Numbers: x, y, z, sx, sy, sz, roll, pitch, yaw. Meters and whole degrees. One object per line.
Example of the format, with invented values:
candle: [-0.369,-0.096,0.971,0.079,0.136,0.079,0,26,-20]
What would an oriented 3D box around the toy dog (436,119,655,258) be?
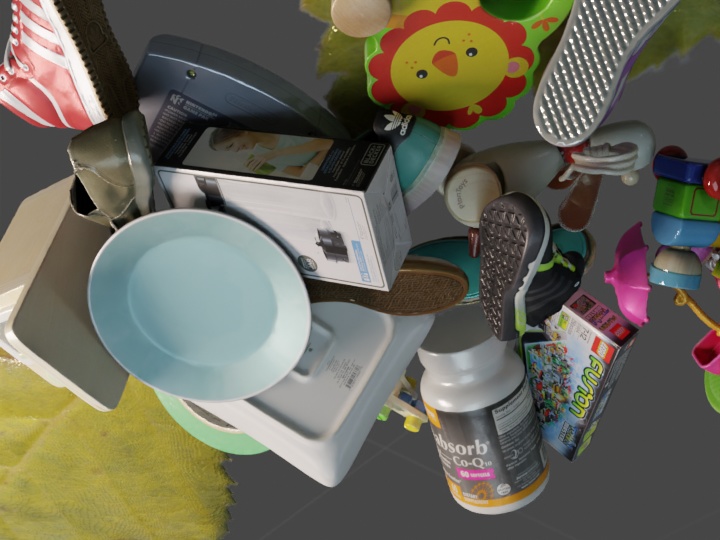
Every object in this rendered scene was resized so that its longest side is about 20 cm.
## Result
toy dog: [0.155,-0.066,0.851,0.198,0.132,0.097,-2,114,22]

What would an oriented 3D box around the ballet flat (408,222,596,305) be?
ballet flat: [0.133,-0.003,0.955,0.198,0.071,0.071,-10,134,19]

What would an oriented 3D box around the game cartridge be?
game cartridge: [-0.114,-0.124,0.871,0.199,0.041,0.133,25,136,-19]

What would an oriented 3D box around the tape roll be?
tape roll: [-0.135,0.092,1.018,0.199,0.048,0.203,11,114,25]

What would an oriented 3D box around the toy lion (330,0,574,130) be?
toy lion: [0.082,-0.195,0.766,0.199,0.069,0.192,-24,135,27]

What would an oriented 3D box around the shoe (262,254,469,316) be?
shoe: [0.000,0.000,0.886,0.198,0.054,0.070,1,141,1]

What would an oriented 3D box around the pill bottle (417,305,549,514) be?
pill bottle: [0.128,0.148,1.038,0.115,0.117,0.202,-11,114,17]

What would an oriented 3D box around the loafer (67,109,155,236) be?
loafer: [-0.211,-0.075,0.822,0.069,0.076,0.200,-8,162,-14]

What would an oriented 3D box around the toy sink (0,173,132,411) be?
toy sink: [-0.281,0.030,0.923,0.111,0.201,0.130,-19,132,31]

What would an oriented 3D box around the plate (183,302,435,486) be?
plate: [-0.056,0.071,0.926,0.199,0.201,0.032,31,171,1]

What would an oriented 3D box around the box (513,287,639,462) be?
box: [0.213,0.104,1.026,0.110,0.035,0.201,38,144,28]

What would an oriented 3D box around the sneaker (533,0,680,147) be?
sneaker: [0.198,-0.190,0.755,0.072,0.114,0.201,35,105,12]

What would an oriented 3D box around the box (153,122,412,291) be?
box: [-0.065,-0.055,0.827,0.198,0.060,0.117,10,141,23]

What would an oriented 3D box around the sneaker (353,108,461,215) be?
sneaker: [0.013,-0.081,0.865,0.079,0.072,0.200,28,148,-10]

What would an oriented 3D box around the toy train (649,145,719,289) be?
toy train: [0.339,-0.039,0.842,0.198,0.085,0.117,3,104,-21]

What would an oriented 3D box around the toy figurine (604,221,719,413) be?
toy figurine: [0.328,0.010,0.913,0.183,0.150,0.201,31,110,-12]

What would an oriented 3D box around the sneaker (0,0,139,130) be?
sneaker: [-0.261,-0.201,0.782,0.111,0.071,0.202,2,124,23]

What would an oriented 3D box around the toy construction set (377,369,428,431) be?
toy construction set: [-0.016,0.095,1.044,0.130,0.092,0.201,2,134,41]

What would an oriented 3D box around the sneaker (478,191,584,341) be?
sneaker: [0.147,-0.010,0.817,0.082,0.072,0.200,-19,154,-8]

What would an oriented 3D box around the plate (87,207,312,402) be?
plate: [-0.140,0.030,0.858,0.198,0.026,0.202,2,121,3]
